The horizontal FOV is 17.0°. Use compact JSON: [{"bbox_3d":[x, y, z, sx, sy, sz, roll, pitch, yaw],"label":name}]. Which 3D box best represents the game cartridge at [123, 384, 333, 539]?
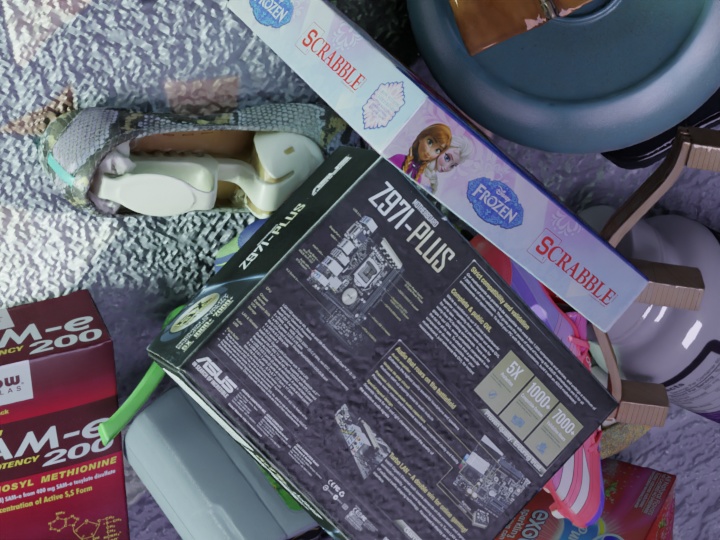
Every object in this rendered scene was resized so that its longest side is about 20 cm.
[{"bbox_3d":[-0.032,0.099,1.432,0.200,0.133,0.041,-21,143,-30],"label":"game cartridge"}]

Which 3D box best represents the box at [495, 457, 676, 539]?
[{"bbox_3d":[0.130,0.216,1.554,0.095,0.200,0.100,12,126,20],"label":"box"}]

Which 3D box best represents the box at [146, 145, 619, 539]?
[{"bbox_3d":[0.011,0.058,1.330,0.164,0.086,0.200,-47,106,-8],"label":"box"}]

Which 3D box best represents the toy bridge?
[{"bbox_3d":[0.167,0.007,1.416,0.067,0.027,0.200,8,121,-7],"label":"toy bridge"}]

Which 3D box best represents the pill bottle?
[{"bbox_3d":[0.212,0.030,1.526,0.200,0.111,0.112,23,109,-35],"label":"pill bottle"}]

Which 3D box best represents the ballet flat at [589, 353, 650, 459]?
[{"bbox_3d":[0.124,0.092,1.529,0.200,0.071,0.071,-23,130,-27],"label":"ballet flat"}]

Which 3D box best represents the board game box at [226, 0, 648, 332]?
[{"bbox_3d":[0.041,-0.071,1.319,0.041,0.200,0.200,-49,129,5],"label":"board game box"}]

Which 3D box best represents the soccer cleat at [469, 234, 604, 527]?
[{"bbox_3d":[0.114,0.064,1.438,0.076,0.067,0.200,-25,109,4],"label":"soccer cleat"}]

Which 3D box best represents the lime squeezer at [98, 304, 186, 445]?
[{"bbox_3d":[-0.071,0.045,1.418,0.200,0.071,0.038,-12,139,-28],"label":"lime squeezer"}]

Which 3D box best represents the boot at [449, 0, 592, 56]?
[{"bbox_3d":[0.097,-0.238,1.256,0.188,0.068,0.200,-29,96,-4],"label":"boot"}]

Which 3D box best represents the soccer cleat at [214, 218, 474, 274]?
[{"bbox_3d":[0.000,-0.001,1.445,0.200,0.084,0.065,8,78,-44],"label":"soccer cleat"}]

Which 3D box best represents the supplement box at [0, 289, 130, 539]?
[{"bbox_3d":[-0.197,0.118,1.422,0.109,0.061,0.200,-13,125,-17],"label":"supplement box"}]

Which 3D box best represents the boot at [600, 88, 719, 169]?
[{"bbox_3d":[0.204,-0.138,1.384,0.200,0.076,0.168,-35,166,5],"label":"boot"}]

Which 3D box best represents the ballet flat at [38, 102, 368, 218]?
[{"bbox_3d":[-0.079,-0.054,1.358,0.200,0.072,0.072,-2,122,-25],"label":"ballet flat"}]

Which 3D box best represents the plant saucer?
[{"bbox_3d":[0.118,-0.164,1.308,0.200,0.200,0.027,-46,165,9],"label":"plant saucer"}]
